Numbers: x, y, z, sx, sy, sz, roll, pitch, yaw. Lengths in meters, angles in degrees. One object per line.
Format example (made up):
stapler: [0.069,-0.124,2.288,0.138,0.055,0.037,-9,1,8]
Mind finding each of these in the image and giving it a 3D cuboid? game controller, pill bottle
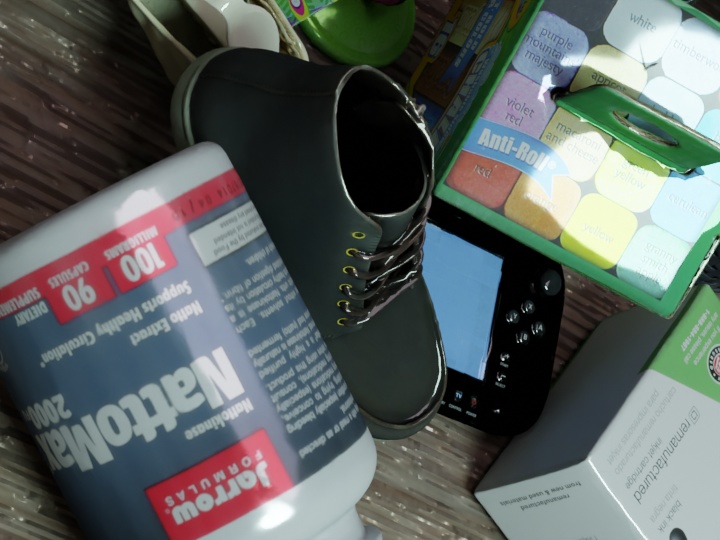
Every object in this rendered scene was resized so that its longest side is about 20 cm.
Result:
game controller: [0.017,0.006,0.921,0.200,0.042,0.104,23,60,-32]
pill bottle: [-0.063,0.062,0.777,0.120,0.120,0.200,-32,96,-43]

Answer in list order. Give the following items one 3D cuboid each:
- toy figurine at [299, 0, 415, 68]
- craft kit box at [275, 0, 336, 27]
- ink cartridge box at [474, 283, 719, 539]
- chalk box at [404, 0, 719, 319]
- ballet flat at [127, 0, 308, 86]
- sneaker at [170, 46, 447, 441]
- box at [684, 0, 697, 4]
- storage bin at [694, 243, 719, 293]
toy figurine: [0.033,-0.217,0.921,0.150,0.184,0.200,-10,82,-43]
craft kit box: [-0.037,-0.215,0.850,0.049,0.197,0.200,-40,100,-43]
ink cartridge box: [0.170,0.132,0.979,0.200,0.084,0.146,52,49,-13]
chalk box: [0.101,-0.066,0.866,0.125,0.200,0.124,28,97,-12]
ballet flat: [-0.078,-0.135,0.822,0.200,0.069,0.070,53,43,-47]
sneaker: [0.000,0.000,0.820,0.075,0.106,0.200,-44,121,-25]
box: [0.146,-0.223,1.010,0.148,0.200,0.124,17,64,-36]
storage bin: [0.262,-0.059,1.125,0.200,0.094,0.135,7,69,-40]
